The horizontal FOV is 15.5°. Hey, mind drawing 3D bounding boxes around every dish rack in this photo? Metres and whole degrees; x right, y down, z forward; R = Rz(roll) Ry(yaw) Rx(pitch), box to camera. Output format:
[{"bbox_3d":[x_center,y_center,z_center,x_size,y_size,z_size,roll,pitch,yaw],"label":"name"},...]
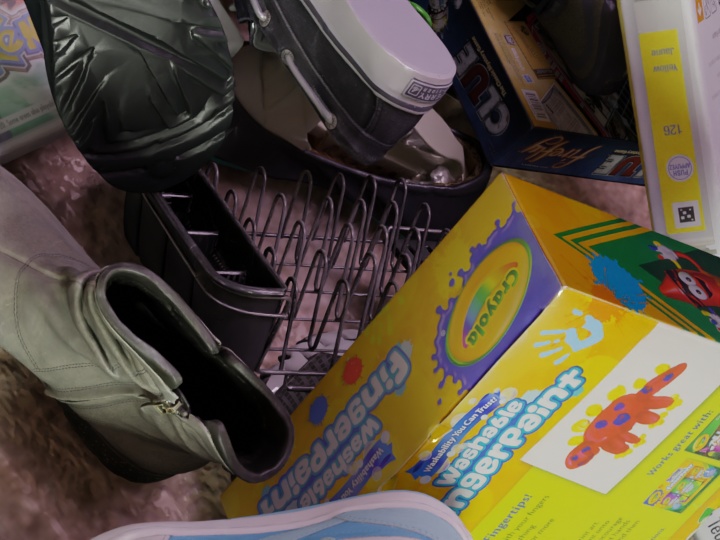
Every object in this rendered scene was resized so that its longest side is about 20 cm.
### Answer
[{"bbox_3d":[0.000,0.000,1.171,0.200,0.055,0.153,4,27,-26],"label":"dish rack"}]

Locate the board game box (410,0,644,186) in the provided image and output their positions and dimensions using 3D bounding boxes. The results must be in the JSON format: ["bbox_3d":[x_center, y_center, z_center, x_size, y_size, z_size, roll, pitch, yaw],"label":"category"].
[{"bbox_3d":[0.083,-0.138,1.372,0.135,0.035,0.200,5,52,-45],"label":"board game box"}]

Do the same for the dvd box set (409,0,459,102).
[{"bbox_3d":[0.035,-0.189,1.433,0.146,0.029,0.200,30,44,-29],"label":"dvd box set"}]

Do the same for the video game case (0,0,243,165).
[{"bbox_3d":[-0.172,-0.140,1.170,0.200,0.023,0.182,-29,84,-38],"label":"video game case"}]

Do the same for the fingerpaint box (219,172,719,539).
[{"bbox_3d":[0.068,0.071,1.101,0.167,0.200,0.073,18,33,-37],"label":"fingerpaint box"}]

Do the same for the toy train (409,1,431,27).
[{"bbox_3d":[-0.050,-0.159,1.293,0.200,0.056,0.042,38,63,-7],"label":"toy train"}]

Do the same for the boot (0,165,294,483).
[{"bbox_3d":[-0.113,0.008,1.053,0.200,0.131,0.068,44,69,-12],"label":"boot"}]

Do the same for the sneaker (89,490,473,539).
[{"bbox_3d":[-0.047,0.136,0.973,0.131,0.200,0.080,-129,-158,-81],"label":"sneaker"}]

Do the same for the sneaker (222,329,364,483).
[{"bbox_3d":[0.025,0.064,1.184,0.090,0.067,0.200,22,24,32],"label":"sneaker"}]

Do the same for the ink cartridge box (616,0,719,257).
[{"bbox_3d":[0.175,-0.062,1.306,0.198,0.047,0.200,-43,127,-69],"label":"ink cartridge box"}]

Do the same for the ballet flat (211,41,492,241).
[{"bbox_3d":[-0.016,-0.073,1.269,0.200,0.073,0.073,24,47,-31],"label":"ballet flat"}]

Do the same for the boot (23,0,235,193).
[{"bbox_3d":[-0.125,-0.152,1.125,0.168,0.076,0.200,-119,-173,-52],"label":"boot"}]

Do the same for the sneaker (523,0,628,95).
[{"bbox_3d":[0.073,-0.170,1.314,0.081,0.074,0.200,-18,70,-31],"label":"sneaker"}]

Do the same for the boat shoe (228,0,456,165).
[{"bbox_3d":[-0.031,-0.131,1.216,0.072,0.068,0.200,4,43,-50],"label":"boat shoe"}]

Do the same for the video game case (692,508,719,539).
[{"bbox_3d":[0.145,0.077,1.266,0.182,0.024,0.200,62,4,10],"label":"video game case"}]
